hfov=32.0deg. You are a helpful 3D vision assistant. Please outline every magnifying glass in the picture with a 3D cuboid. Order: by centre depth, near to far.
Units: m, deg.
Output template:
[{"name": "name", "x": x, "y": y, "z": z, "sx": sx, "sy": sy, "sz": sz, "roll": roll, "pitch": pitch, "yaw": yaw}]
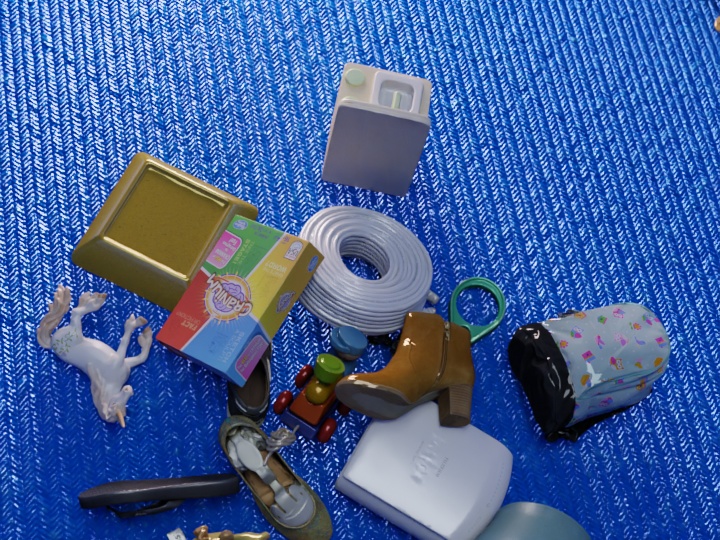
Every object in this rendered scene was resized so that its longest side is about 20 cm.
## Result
[{"name": "magnifying glass", "x": 0.138, "y": 0.093, "z": 1.734, "sx": 0.079, "sy": 0.022, "sz": 0.201, "roll": 28, "pitch": 64, "yaw": 5}]

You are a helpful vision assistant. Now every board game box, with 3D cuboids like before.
[{"name": "board game box", "x": -0.157, "y": 0.036, "z": 1.633, "sx": 0.152, "sy": 0.040, "sz": 0.201, "roll": 19, "pitch": 72, "yaw": 42}]

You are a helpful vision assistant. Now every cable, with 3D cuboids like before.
[{"name": "cable", "x": 0.000, "y": 0.000, "z": 1.703, "sx": 0.199, "sy": 0.069, "sz": 0.200, "roll": -26, "pitch": 64, "yaw": -40}]

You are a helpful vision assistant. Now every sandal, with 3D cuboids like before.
[{"name": "sandal", "x": -0.248, "y": 0.283, "z": 1.552, "sx": 0.198, "sy": 0.076, "sz": 0.043, "roll": -3, "pitch": 91, "yaw": -10}]

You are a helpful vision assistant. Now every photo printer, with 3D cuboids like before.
[{"name": "photo printer", "x": 0.089, "y": 0.260, "z": 1.617, "sx": 0.199, "sy": 0.070, "sz": 0.167, "roll": 31, "pitch": 63, "yaw": 6}]

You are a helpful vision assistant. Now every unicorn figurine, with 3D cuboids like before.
[{"name": "unicorn figurine", "x": -0.333, "y": 0.111, "z": 1.626, "sx": 0.199, "sy": 0.074, "sz": 0.138, "roll": 26, "pitch": 72, "yaw": 20}]

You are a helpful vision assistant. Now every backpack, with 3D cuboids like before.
[{"name": "backpack", "x": 0.317, "y": 0.126, "z": 1.690, "sx": 0.198, "sy": 0.127, "sz": 0.168, "roll": -11, "pitch": 63, "yaw": -18}]

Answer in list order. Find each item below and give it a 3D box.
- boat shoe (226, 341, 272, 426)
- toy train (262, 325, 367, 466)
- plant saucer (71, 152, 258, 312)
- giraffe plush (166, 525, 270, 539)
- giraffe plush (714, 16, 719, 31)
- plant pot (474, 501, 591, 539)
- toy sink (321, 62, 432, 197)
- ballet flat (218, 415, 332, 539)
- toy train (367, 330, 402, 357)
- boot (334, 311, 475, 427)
[{"name": "boat shoe", "x": -0.148, "y": 0.105, "z": 1.656, "sx": 0.071, "sy": 0.068, "sz": 0.202, "roll": -2, "pitch": 63, "yaw": -9}, {"name": "toy train", "x": -0.056, "y": 0.156, "z": 1.577, "sx": 0.084, "sy": 0.116, "sz": 0.200, "roll": 31, "pitch": 31, "yaw": 7}, {"name": "plant saucer", "x": -0.266, "y": -0.059, "z": 1.726, "sx": 0.199, "sy": 0.049, "sz": 0.201, "roll": 25, "pitch": 64, "yaw": 3}, {"name": "giraffe plush", "x": -0.160, "y": 0.363, "z": 1.472, "sx": 0.200, "sy": 0.162, "sz": 0.173, "roll": 41, "pitch": 65, "yaw": 11}, {"name": "giraffe plush", "x": 0.606, "y": -0.478, "z": 2.031, "sx": 0.199, "sy": 0.172, "sz": 0.164, "roll": -4, "pitch": 71, "yaw": -52}, {"name": "plant pot", "x": 0.193, "y": 0.390, "z": 1.510, "sx": 0.199, "sy": 0.201, "sz": 0.189, "roll": 27, "pitch": 49, "yaw": 4}, {"name": "toy sink", "x": 0.026, "y": -0.210, "z": 1.763, "sx": 0.129, "sy": 0.200, "sz": 0.113, "roll": 11, "pitch": 63, "yaw": -3}, {"name": "ballet flat", "x": -0.109, "y": 0.265, "z": 1.566, "sx": 0.071, "sy": 0.071, "sz": 0.200, "roll": -37, "pitch": 85, "yaw": -23}, {"name": "toy train", "x": 0.013, "y": 0.068, "z": 1.718, "sx": 0.199, "sy": 0.034, "sz": 0.046, "roll": 34, "pitch": 60, "yaw": 7}, {"name": "boot", "x": 0.056, "y": 0.116, "z": 1.609, "sx": 0.199, "sy": 0.071, "sz": 0.145, "roll": 14, "pitch": 54, "yaw": -23}]
